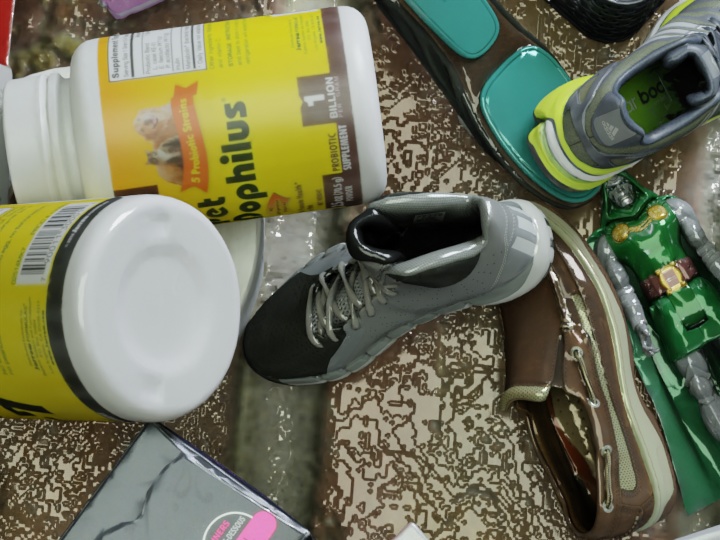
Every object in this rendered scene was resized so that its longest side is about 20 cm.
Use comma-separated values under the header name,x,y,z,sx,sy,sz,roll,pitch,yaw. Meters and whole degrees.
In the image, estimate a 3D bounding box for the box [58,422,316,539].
name,x,y,z,sx,sy,sz,roll,pitch,yaw
box,-0.099,0.163,1.191,0.106,0.200,0.122,35,84,5

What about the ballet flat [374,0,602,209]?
name,x,y,z,sx,sy,sz,roll,pitch,yaw
ballet flat,0.071,-0.121,1.291,0.068,0.068,0.200,-39,100,-14

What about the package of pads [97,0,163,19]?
name,x,y,z,sx,sy,sz,roll,pitch,yaw
package of pads,-0.084,-0.242,1.312,0.199,0.076,0.121,-24,85,-3

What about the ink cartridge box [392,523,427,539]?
name,x,y,z,sx,sy,sz,roll,pitch,yaw
ink cartridge box,0.017,0.274,1.245,0.200,0.045,0.176,-42,85,-6

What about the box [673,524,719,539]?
name,x,y,z,sx,sy,sz,roll,pitch,yaw
box,0.235,0.193,1.186,0.199,0.199,0.131,-16,81,-2

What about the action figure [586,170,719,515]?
name,x,y,z,sx,sy,sz,roll,pitch,yaw
action figure,0.192,0.027,1.286,0.118,0.055,0.201,-30,79,-1

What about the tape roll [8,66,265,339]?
name,x,y,z,sx,sy,sz,roll,pitch,yaw
tape roll,-0.155,-0.015,1.282,0.201,0.071,0.203,0,81,0

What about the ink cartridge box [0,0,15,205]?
name,x,y,z,sx,sy,sz,roll,pitch,yaw
ink cartridge box,-0.290,-0.106,1.263,0.199,0.045,0.177,-5,76,26

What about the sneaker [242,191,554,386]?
name,x,y,z,sx,sy,sz,roll,pitch,yaw
sneaker,0.000,0.000,1.231,0.199,0.115,0.075,-25,69,20

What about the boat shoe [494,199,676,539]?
name,x,y,z,sx,sy,sz,roll,pitch,yaw
boat shoe,0.113,0.058,1.257,0.075,0.075,0.203,-18,80,-40

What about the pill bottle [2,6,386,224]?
name,x,y,z,sx,sy,sz,roll,pitch,yaw
pill bottle,-0.089,-0.078,1.200,0.199,0.109,0.110,-8,82,0

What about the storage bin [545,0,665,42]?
name,x,y,z,sx,sy,sz,roll,pitch,yaw
storage bin,0.168,-0.252,1.304,0.135,0.094,0.200,41,85,5

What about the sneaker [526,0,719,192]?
name,x,y,z,sx,sy,sz,roll,pitch,yaw
sneaker,0.190,-0.111,1.266,0.200,0.081,0.074,-38,99,-29

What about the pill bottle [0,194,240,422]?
name,x,y,z,sx,sy,sz,roll,pitch,yaw
pill bottle,-0.169,0.021,1.141,0.199,0.114,0.115,-2,79,42
